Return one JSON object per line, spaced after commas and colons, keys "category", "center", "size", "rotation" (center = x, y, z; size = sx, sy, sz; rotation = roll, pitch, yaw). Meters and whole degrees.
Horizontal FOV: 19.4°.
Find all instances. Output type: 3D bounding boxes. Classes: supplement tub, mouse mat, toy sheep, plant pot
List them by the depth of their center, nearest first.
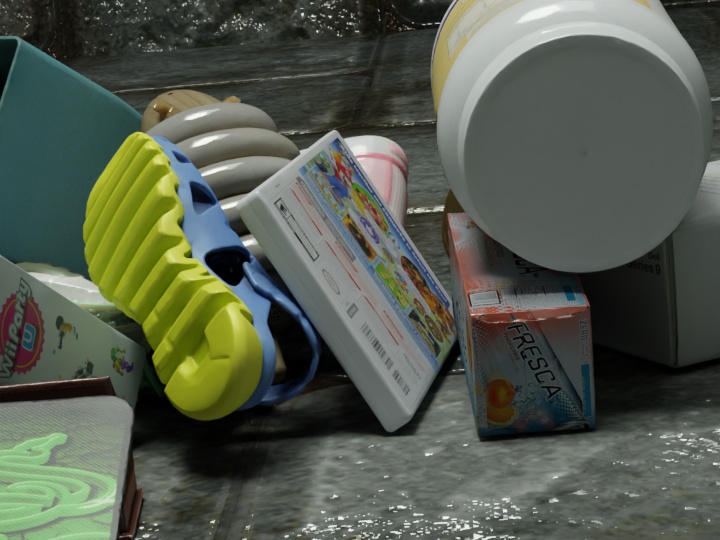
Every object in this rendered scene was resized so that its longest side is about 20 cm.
{"category": "mouse mat", "center": [-0.196, 0.110, 0.867], "size": [0.198, 0.008, 0.162], "rotation": [-3, 38, 3]}
{"category": "supplement tub", "center": [0.111, -0.088, 1.135], "size": [0.144, 0.147, 0.200], "rotation": [-4, 18, 2]}
{"category": "toy sheep", "center": [-0.082, -0.021, 1.240], "size": [0.137, 0.201, 0.138], "rotation": [-21, -21, -9]}
{"category": "plant pot", "center": [-0.218, -0.056, 1.426], "size": [0.141, 0.143, 0.199], "rotation": [7, -12, 43]}

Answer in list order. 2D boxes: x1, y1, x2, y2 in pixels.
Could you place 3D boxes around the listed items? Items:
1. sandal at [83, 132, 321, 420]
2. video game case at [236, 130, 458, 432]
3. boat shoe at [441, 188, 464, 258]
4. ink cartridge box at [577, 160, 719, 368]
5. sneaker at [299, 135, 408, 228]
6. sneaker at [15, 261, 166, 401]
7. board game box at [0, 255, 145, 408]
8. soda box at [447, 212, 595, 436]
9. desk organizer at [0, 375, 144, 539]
{"category": "sandal", "center": [-0.083, 0.007, 1.112], "size": [0.087, 0.080, 0.201], "rotation": [15, 35, -42]}
{"category": "video game case", "center": [0.000, 0.000, 1.173], "size": [0.018, 0.144, 0.200], "rotation": [-33, 4, 17]}
{"category": "boat shoe", "center": [0.122, -0.022, 1.395], "size": [0.066, 0.075, 0.200], "rotation": [3, 9, -28]}
{"category": "ink cartridge box", "center": [0.220, -0.013, 1.246], "size": [0.198, 0.088, 0.145], "rotation": [-10, 12, -28]}
{"category": "sneaker", "center": [-0.061, -0.010, 1.336], "size": [0.199, 0.105, 0.075], "rotation": [-16, -32, 19]}
{"category": "sneaker", "center": [-0.141, 0.056, 1.182], "size": [0.198, 0.077, 0.089], "rotation": [5, 47, 32]}
{"category": "board game box", "center": [-0.221, 0.032, 1.051], "size": [0.146, 0.065, 0.200], "rotation": [0, -21, 27]}
{"category": "soda box", "center": [0.085, 0.023, 1.146], "size": [0.063, 0.069, 0.200], "rotation": [-4, 17, 1]}
{"category": "desk organizer", "center": [-0.205, 0.087, 0.975], "size": [0.198, 0.078, 0.072], "rotation": [-5, 12, -1]}
